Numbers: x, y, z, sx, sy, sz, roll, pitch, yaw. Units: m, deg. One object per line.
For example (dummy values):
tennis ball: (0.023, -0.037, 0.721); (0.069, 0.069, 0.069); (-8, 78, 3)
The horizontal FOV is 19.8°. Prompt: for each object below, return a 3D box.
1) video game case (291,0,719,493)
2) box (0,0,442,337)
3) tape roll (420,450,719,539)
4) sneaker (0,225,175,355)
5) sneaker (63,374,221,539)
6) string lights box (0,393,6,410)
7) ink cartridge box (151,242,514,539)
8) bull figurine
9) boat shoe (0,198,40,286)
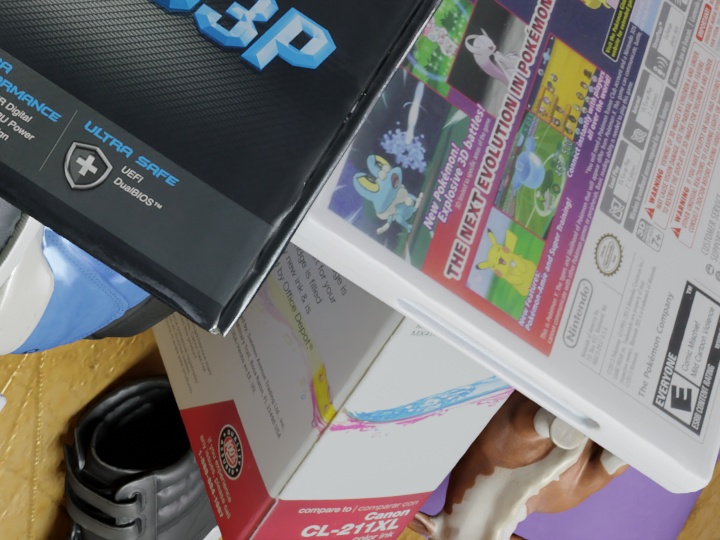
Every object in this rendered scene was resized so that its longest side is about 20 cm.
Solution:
video game case: (0.076, -0.051, 0.729); (0.023, 0.182, 0.201); (-24, -141, 53)
box: (-0.080, -0.100, 0.613); (0.160, 0.199, 0.046); (-56, -175, 4)
tape roll: (0.079, 0.067, 1.026); (0.199, 0.199, 0.085); (-6, 126, -55)
sneaker: (-0.082, -0.054, 0.773); (0.111, 0.077, 0.201); (-2, 127, -49)
sneaker: (-0.122, 0.129, 0.929); (0.201, 0.070, 0.099); (-54, 151, -14)
string lights box: (-0.217, 0.050, 0.699); (0.103, 0.059, 0.200); (-55, 152, 0)
ink cartridge box: (0.000, 0.000, 0.819); (0.082, 0.146, 0.200); (3, 139, -32)
bull figurine: (0.097, 0.056, 0.867); (0.200, 0.065, 0.121); (-52, -169, -21)
boat shoe: (-0.131, -0.078, 0.687); (0.060, 0.075, 0.202); (4, 105, -59)
